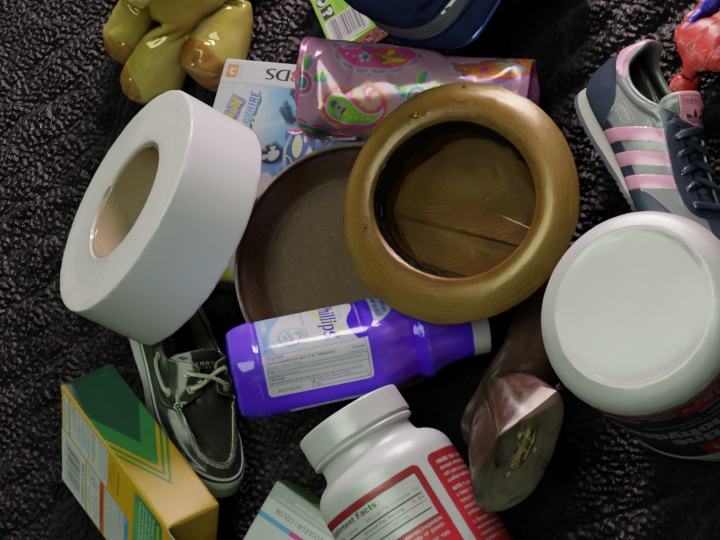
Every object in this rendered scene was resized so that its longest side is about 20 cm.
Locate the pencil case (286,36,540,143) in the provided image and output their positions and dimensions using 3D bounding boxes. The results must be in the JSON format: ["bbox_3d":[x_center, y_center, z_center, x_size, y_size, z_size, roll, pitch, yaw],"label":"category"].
[{"bbox_3d":[0.043,-0.136,1.576,0.199,0.087,0.088,6,76,8],"label":"pencil case"}]

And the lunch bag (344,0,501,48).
[{"bbox_3d":[0.065,-0.282,1.582,0.136,0.132,0.200,19,76,54],"label":"lunch bag"}]

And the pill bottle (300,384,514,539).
[{"bbox_3d":[0.042,0.190,1.453,0.112,0.112,0.200,-35,78,15],"label":"pill bottle"}]

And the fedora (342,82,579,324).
[{"bbox_3d":[0.085,-0.044,1.503,0.200,0.082,0.201,-9,71,27],"label":"fedora"}]

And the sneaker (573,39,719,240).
[{"bbox_3d":[0.234,-0.088,1.483,0.082,0.070,0.200,-51,55,33],"label":"sneaker"}]

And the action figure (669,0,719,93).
[{"bbox_3d":[0.302,-0.212,1.511,0.200,0.052,0.065,-52,51,11],"label":"action figure"}]

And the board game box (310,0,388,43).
[{"bbox_3d":[0.047,-0.269,1.686,0.200,0.030,0.096,-32,61,19],"label":"board game box"}]

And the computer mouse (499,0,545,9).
[{"bbox_3d":[0.193,-0.256,1.602,0.200,0.034,0.059,-16,47,19],"label":"computer mouse"}]

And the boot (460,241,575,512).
[{"bbox_3d":[0.131,0.073,1.425,0.064,0.200,0.187,27,97,-1],"label":"boot"}]

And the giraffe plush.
[{"bbox_3d":[-0.170,-0.257,1.722,0.200,0.162,0.173,-31,61,18],"label":"giraffe plush"}]

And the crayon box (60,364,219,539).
[{"bbox_3d":[-0.172,0.189,1.598,0.051,0.126,0.200,-23,53,-27],"label":"crayon box"}]

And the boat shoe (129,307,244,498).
[{"bbox_3d":[-0.142,0.092,1.634,0.064,0.071,0.200,-57,47,43],"label":"boat shoe"}]

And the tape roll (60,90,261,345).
[{"bbox_3d":[-0.164,-0.044,1.614,0.202,0.071,0.203,-43,32,36],"label":"tape roll"}]

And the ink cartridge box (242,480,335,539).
[{"bbox_3d":[-0.064,0.278,1.545,0.104,0.059,0.200,30,90,32],"label":"ink cartridge box"}]

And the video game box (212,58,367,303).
[{"bbox_3d":[-0.056,-0.075,1.669,0.182,0.047,0.201,7,77,33],"label":"video game box"}]

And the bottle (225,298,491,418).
[{"bbox_3d":[-0.001,0.060,1.510,0.199,0.065,0.084,-11,23,-4],"label":"bottle"}]

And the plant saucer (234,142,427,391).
[{"bbox_3d":[0.000,0.000,1.574,0.200,0.037,0.201,0,87,-3],"label":"plant saucer"}]

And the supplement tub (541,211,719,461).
[{"bbox_3d":[0.221,0.052,1.374,0.140,0.200,0.141,-9,69,25],"label":"supplement tub"}]
